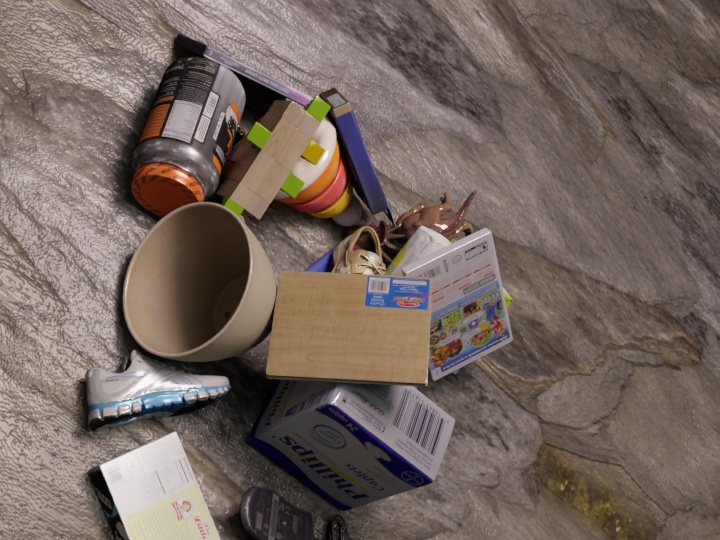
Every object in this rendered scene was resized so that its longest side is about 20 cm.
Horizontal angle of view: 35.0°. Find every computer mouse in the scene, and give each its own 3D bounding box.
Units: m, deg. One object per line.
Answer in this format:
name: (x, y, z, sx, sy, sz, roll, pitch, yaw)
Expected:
computer mouse: (-0.094, 0.367, 1.470, 0.199, 0.046, 0.142, 30, 49, -40)

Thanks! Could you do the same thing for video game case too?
video game case: (-0.161, -0.285, 1.653, 0.198, 0.143, 0.019, 24, 96, -31)
video game case: (0.143, 0.052, 1.662, 0.142, 0.018, 0.202, -25, 124, -13)

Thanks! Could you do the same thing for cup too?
cup: (-0.183, 0.033, 1.465, 0.143, 0.198, 0.203, 34, 48, -54)

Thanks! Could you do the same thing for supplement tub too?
supplement tub: (-0.235, -0.177, 1.542, 0.122, 0.122, 0.202, 30, 55, -25)

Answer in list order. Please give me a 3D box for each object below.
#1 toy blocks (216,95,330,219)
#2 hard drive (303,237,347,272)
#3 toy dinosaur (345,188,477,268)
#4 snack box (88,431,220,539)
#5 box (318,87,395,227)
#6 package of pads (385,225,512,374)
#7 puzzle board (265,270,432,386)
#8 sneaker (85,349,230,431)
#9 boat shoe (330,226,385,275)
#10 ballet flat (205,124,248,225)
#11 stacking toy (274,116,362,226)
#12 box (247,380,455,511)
toy blocks: (-0.134, -0.152, 1.543, 0.099, 0.136, 0.202, 35, 84, -23)
hard drive: (-0.044, 0.055, 1.662, 0.200, 0.025, 0.133, -40, 98, -43)
toy dinosaur: (0.089, -0.059, 1.728, 0.135, 0.198, 0.087, -22, 93, -57)
snack box: (-0.237, 0.310, 1.379, 0.115, 0.037, 0.202, -19, 84, -42)
box: (-0.004, -0.161, 1.677, 0.032, 0.121, 0.202, -24, 112, -3)
package of pads: (0.118, 0.043, 1.697, 0.199, 0.068, 0.155, 34, 97, -36)
puzzle board: (-0.011, 0.072, 1.420, 0.197, 0.017, 0.153, 3, 57, 5)
sneaker: (-0.252, 0.137, 1.424, 0.198, 0.075, 0.088, -4, 67, -41)
boat shoe: (0.000, 0.000, 1.605, 0.074, 0.067, 0.201, 32, 24, -23)
ballet flat: (-0.182, -0.130, 1.615, 0.067, 0.046, 0.203, 17, 61, -33)
stacking toy: (-0.059, -0.123, 1.676, 0.200, 0.144, 0.148, 47, 43, -46)
box: (-0.013, 0.210, 1.498, 0.183, 0.199, 0.106, 39, 51, -19)
